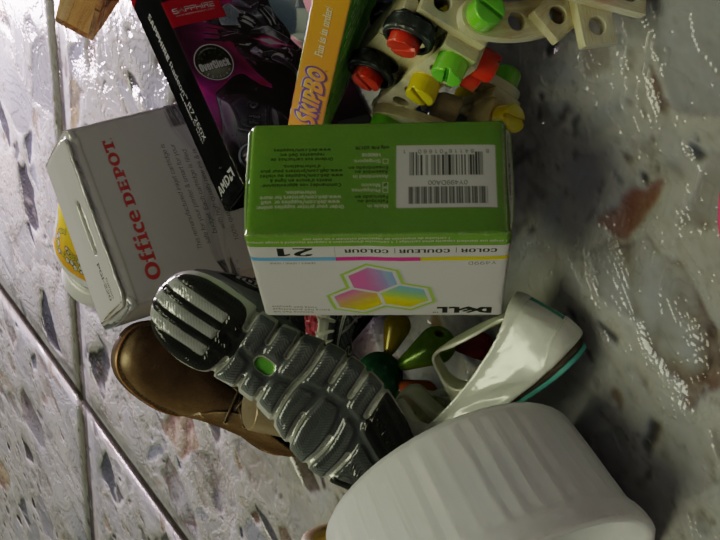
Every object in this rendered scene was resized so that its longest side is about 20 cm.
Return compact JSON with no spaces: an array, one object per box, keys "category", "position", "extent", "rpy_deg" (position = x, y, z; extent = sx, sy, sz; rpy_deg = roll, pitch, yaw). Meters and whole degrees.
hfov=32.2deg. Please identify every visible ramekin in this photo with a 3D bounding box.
[{"category":"ramekin","position":[0.075,0.172,0.785],"extent":[0.098,0.199,0.201],"rpy_deg":[62,149,32]}]

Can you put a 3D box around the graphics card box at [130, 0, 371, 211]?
[{"category":"graphics card box","position":[-0.081,-0.153,0.932],"extent":[0.201,0.125,0.051],"rpy_deg":[66,149,12]}]

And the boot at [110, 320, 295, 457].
[{"category":"boot","position":[-0.103,0.096,0.984],"extent":[0.075,0.200,0.074],"rpy_deg":[11,74,54]}]

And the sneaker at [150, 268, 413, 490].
[{"category":"sneaker","position":[-0.042,0.059,0.832],"extent":[0.200,0.075,0.116],"rpy_deg":[40,-169,-5]}]

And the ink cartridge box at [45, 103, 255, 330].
[{"category":"ink cartridge box","position":[-0.128,-0.054,0.988],"extent":[0.085,0.199,0.146],"rpy_deg":[-31,79,59]}]

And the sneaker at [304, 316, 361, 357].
[{"category":"sneaker","position":[0.000,0.000,0.918],"extent":[0.201,0.074,0.081],"rpy_deg":[106,164,-44]}]

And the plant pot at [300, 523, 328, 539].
[{"category":"plant pot","position":[0.018,0.300,0.965],"extent":[0.200,0.200,0.190],"rpy_deg":[5,93,58]}]

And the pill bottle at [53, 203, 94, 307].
[{"category":"pill bottle","position":[-0.260,-0.050,1.297],"extent":[0.113,0.112,0.200],"rpy_deg":[58,147,23]}]

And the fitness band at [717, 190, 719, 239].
[{"category":"fitness band","position":[0.243,0.003,0.566],"extent":[0.200,0.037,0.144],"rpy_deg":[55,146,30]}]

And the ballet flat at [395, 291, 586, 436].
[{"category":"ballet flat","position":[0.062,0.086,0.823],"extent":[0.200,0.069,0.070],"rpy_deg":[-47,63,28]}]

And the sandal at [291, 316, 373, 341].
[{"category":"sandal","position":[-0.033,0.053,1.046],"extent":[0.075,0.048,0.200],"rpy_deg":[51,132,8]}]

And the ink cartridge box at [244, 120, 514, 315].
[{"category":"ink cartridge box","position":[0.015,-0.004,0.766],"extent":[0.200,0.147,0.076],"rpy_deg":[84,-173,-61]}]

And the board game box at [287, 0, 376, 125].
[{"category":"board game box","position":[-0.005,-0.162,0.702],"extent":[0.030,0.096,0.200],"rpy_deg":[22,147,-1]}]

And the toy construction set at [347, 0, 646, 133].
[{"category":"toy construction set","position":[0.068,-0.118,0.714],"extent":[0.131,0.092,0.200],"rpy_deg":[27,149,-12]}]

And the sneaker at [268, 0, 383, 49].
[{"category":"sneaker","position":[0.010,-0.179,0.844],"extent":[0.200,0.070,0.082],"rpy_deg":[21,144,53]}]

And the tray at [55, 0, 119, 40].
[{"category":"tray","position":[-0.170,-0.281,0.967],"extent":[0.037,0.201,0.099],"rpy_deg":[26,145,-7]}]

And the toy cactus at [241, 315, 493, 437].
[{"category":"toy cactus","position":[-0.005,0.094,0.916],"extent":[0.200,0.164,0.103],"rpy_deg":[-45,46,52]}]
